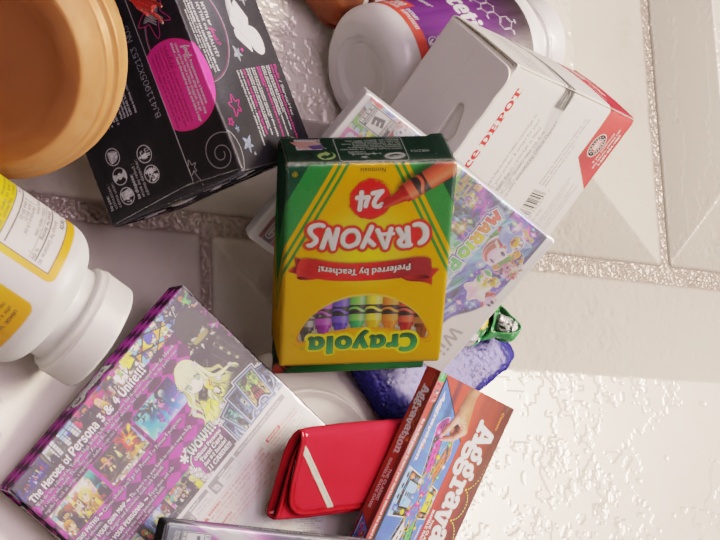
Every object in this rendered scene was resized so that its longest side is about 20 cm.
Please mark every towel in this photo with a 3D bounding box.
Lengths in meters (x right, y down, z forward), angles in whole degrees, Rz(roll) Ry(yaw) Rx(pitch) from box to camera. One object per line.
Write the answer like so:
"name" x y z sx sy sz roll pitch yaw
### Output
"towel" 0.029 0.029 1.446 0.148 0.050 0.200 -36 98 -31

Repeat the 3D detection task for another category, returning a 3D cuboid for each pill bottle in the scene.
"pill bottle" 0.078 -0.184 1.488 0.199 0.112 0.113 -16 88 -36
"pill bottle" -0.262 -0.007 1.214 0.200 0.113 0.113 36 61 -22

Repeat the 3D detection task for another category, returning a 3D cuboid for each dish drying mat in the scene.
"dish drying mat" 0.009 0.153 1.352 0.200 0.018 0.077 3 106 -50

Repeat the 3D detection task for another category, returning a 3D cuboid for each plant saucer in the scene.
"plant saucer" -0.261 -0.153 1.204 0.200 0.200 0.037 50 26 -14

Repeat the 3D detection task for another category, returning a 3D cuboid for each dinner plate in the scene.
"dinner plate" -0.042 0.161 1.379 0.200 0.024 0.201 8 75 -32

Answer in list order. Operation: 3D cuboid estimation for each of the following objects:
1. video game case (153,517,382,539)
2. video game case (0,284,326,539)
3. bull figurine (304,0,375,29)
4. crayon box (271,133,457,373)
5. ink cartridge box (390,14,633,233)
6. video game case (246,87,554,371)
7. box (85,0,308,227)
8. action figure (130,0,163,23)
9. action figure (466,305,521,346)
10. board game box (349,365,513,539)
"video game case" -0.073 0.262 1.287 0.199 0.019 0.143 11 94 -30
"video game case" -0.136 0.144 1.289 0.181 0.036 0.200 45 70 -17
"bull figurine" -0.048 -0.293 1.443 0.200 0.121 0.065 46 16 -26
"crayon box" 0.000 0.000 1.298 0.126 0.051 0.201 -2 119 -10
"ink cartridge box" 0.112 -0.109 1.428 0.083 0.147 0.200 46 18 32
"video game case" 0.032 -0.027 1.338 0.200 0.018 0.143 36 101 -23
"box" -0.145 -0.153 1.304 0.115 0.132 0.201 -21 90 -61
"action figure" -0.157 -0.250 1.169 0.099 0.200 0.065 24 48 12
"action figure" 0.052 0.004 1.409 0.200 0.055 0.118 33 62 -25
"board game box" 0.047 0.184 1.375 0.103 0.019 0.201 28 85 -46
